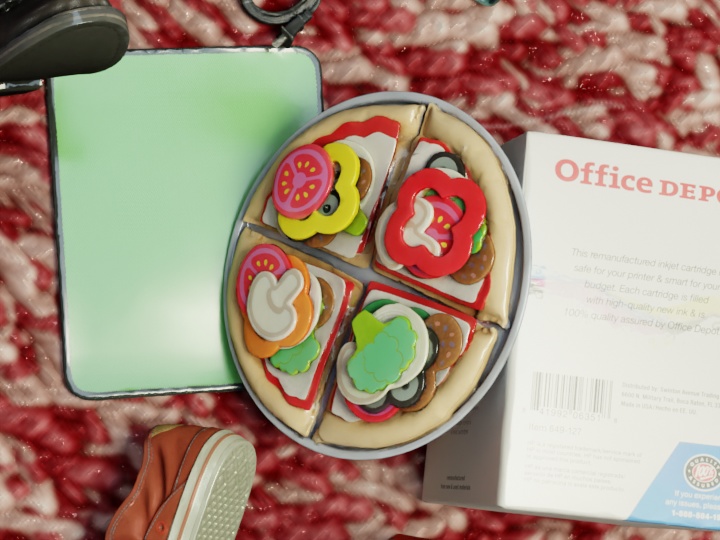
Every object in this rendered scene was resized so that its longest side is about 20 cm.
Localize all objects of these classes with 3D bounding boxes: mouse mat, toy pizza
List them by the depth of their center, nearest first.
[{"bbox_3d":[0.000,0.000,0.945,0.032,0.200,0.200,16,77,-54],"label":"toy pizza"},{"bbox_3d":[-0.094,-0.030,1.013,0.161,0.008,0.200,-3,83,-14],"label":"mouse mat"}]

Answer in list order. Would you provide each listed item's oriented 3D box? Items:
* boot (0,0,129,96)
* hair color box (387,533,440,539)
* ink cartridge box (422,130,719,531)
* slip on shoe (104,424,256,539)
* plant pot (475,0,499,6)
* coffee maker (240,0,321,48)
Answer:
[{"bbox_3d":[-0.189,-0.182,0.917,0.069,0.200,0.174,-8,92,-33],"label":"boot"},{"bbox_3d":[0.045,0.196,0.921,0.061,0.200,0.102,-28,91,-15],"label":"hair color box"},{"bbox_3d":[0.130,0.038,0.988,0.147,0.145,0.200,8,82,-13],"label":"ink cartridge box"},{"bbox_3d":[-0.120,0.175,0.960,0.061,0.074,0.200,19,85,24],"label":"slip on shoe"},{"bbox_3d":[0.083,-0.290,1.023,0.141,0.141,0.200,31,70,-9],"label":"plant pot"},{"bbox_3d":[-0.076,-0.235,0.939,0.192,0.200,0.135,28,78,-8],"label":"coffee maker"}]
